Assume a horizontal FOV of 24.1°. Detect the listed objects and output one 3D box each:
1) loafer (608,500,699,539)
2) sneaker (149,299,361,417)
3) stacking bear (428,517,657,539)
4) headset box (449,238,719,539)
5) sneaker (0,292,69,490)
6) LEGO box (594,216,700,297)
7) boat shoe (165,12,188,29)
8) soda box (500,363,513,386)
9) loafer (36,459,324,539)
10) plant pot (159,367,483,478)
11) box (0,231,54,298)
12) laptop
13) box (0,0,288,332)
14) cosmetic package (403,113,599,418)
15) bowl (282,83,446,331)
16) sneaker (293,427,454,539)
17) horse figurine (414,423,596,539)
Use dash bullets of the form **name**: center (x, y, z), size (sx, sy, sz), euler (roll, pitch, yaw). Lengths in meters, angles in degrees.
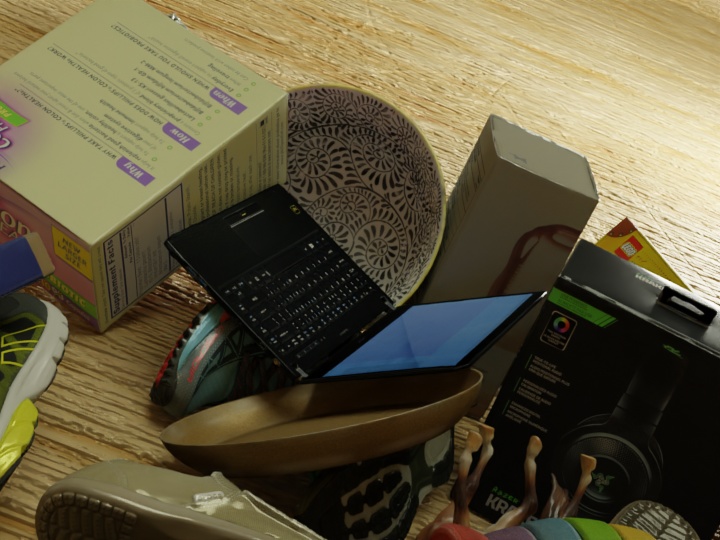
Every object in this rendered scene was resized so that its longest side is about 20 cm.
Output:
- **loafer**: center (0.142, 0.216, 1.035), size (0.076, 0.068, 0.200), euler (35, 41, 27)
- **sneaker**: center (-0.060, 0.059, 1.159), size (0.095, 0.079, 0.200), euler (41, 35, 14)
- **stacking bear**: center (0.141, 0.193, 0.928), size (0.199, 0.122, 0.114), euler (1, 51, -15)
- **headset box**: center (0.185, 0.099, 1.154), size (0.174, 0.200, 0.093), euler (28, 23, 7)
- **sneaker**: center (-0.227, 0.059, 0.981), size (0.085, 0.075, 0.200), euler (34, 20, -18)
- **LEGO box**: center (0.269, 0.069, 1.386), size (0.149, 0.077, 0.200), euler (43, 10, -35)
- **boat shoe**: center (-0.180, -0.220, 1.665), size (0.072, 0.063, 0.200), euler (11, 26, -27)
- **soda box**: center (0.169, 0.097, 1.311), size (0.064, 0.068, 0.200), euler (10, 27, -32)
- **loafer**: center (-0.076, 0.151, 0.929), size (0.200, 0.076, 0.068), euler (23, 30, -1)
- **plant pot**: center (-0.022, 0.093, 1.024), size (0.199, 0.028, 0.200), euler (-10, 5, 1)
- **box**: center (-0.277, 0.035, 0.941), size (0.200, 0.121, 0.032), euler (-35, 102, -57)
- **laptop**: center (0.000, 0.000, 1.146), size (0.200, 0.103, 0.177), euler (46, 26, 6)
- **box**: center (-0.181, -0.086, 1.222), size (0.176, 0.097, 0.200), euler (34, 56, 23)
- **cosmetic package**: center (0.096, -0.003, 1.286), size (0.087, 0.200, 0.103), euler (22, 24, -8)
- **bowl**: center (-0.023, -0.036, 1.315), size (0.200, 0.201, 0.094), euler (32, -3, 18)
- **sneaker**: center (-0.006, 0.133, 1.098), size (0.088, 0.077, 0.200), euler (-1, 14, 26)
- **horse figurine**: center (0.079, 0.164, 1.041), size (0.050, 0.133, 0.200), euler (25, 5, 38)
